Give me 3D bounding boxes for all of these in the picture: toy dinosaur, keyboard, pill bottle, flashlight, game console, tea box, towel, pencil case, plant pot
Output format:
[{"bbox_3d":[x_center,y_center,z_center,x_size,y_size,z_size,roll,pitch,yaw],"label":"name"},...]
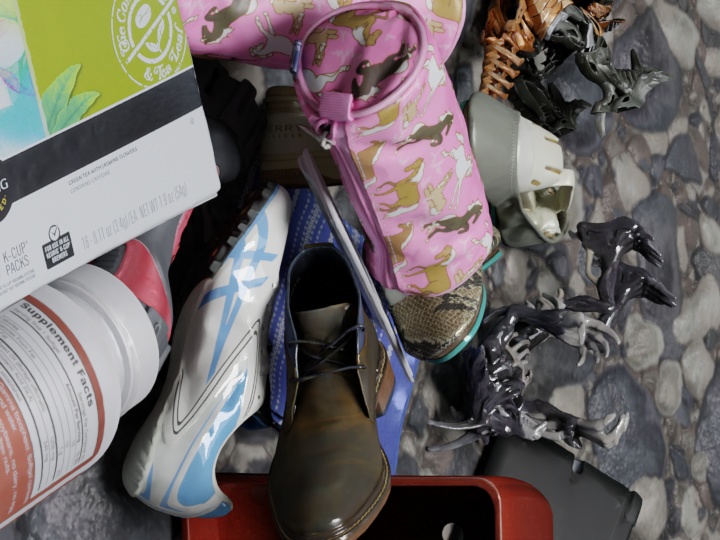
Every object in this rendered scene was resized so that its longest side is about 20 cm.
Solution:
[{"bbox_3d":[0.125,-0.157,1.874,0.200,0.102,0.136,-42,108,-25],"label":"toy dinosaur"},{"bbox_3d":[0.000,0.000,1.637,0.056,0.011,0.200,61,-2,33],"label":"keyboard"},{"bbox_3d":[-0.194,0.072,1.391,0.200,0.112,0.113,-35,117,-49],"label":"pill bottle"},{"bbox_3d":[-0.109,-0.022,1.553,0.068,0.068,0.201,32,52,-7],"label":"flashlight"},{"bbox_3d":[0.112,0.236,1.888,0.175,0.116,0.201,32,59,-15],"label":"game console"},{"bbox_3d":[-0.196,-0.096,1.371,0.200,0.133,0.198,-33,115,-49],"label":"tea box"},{"bbox_3d":[-0.023,0.035,1.701,0.200,0.024,0.146,40,58,-46],"label":"towel"},{"bbox_3d":[-0.043,-0.158,1.555,0.199,0.083,0.087,3,88,-26],"label":"pencil case"},{"bbox_3d":[0.021,-0.065,1.555,0.200,0.086,0.083,65,6,-55],"label":"pencil case"},{"bbox_3d":[0.024,0.211,1.638,0.176,0.199,0.201,-8,96,-66],"label":"plant pot"}]

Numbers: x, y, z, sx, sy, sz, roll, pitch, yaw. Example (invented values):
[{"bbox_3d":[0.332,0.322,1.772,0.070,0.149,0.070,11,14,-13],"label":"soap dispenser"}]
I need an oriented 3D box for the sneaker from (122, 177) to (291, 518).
[{"bbox_3d":[-0.075,0.046,1.575,0.072,0.072,0.201,22,77,-15],"label":"sneaker"}]

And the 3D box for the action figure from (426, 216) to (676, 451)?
[{"bbox_3d":[0.132,0.057,1.820,0.200,0.102,0.119,-47,149,-24],"label":"action figure"}]

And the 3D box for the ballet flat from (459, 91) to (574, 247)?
[{"bbox_3d":[0.105,-0.067,1.784,0.200,0.063,0.068,60,29,-70],"label":"ballet flat"}]

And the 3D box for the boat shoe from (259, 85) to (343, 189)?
[{"bbox_3d":[0.005,-0.087,1.689,0.200,0.073,0.063,-14,99,-62],"label":"boat shoe"}]

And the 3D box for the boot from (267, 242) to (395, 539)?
[{"bbox_3d":[-0.025,0.070,1.538,0.200,0.074,0.097,-83,160,-59],"label":"boot"}]

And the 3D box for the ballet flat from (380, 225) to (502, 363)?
[{"bbox_3d":[0.044,-0.003,1.727,0.075,0.068,0.200,49,18,-8],"label":"ballet flat"}]
